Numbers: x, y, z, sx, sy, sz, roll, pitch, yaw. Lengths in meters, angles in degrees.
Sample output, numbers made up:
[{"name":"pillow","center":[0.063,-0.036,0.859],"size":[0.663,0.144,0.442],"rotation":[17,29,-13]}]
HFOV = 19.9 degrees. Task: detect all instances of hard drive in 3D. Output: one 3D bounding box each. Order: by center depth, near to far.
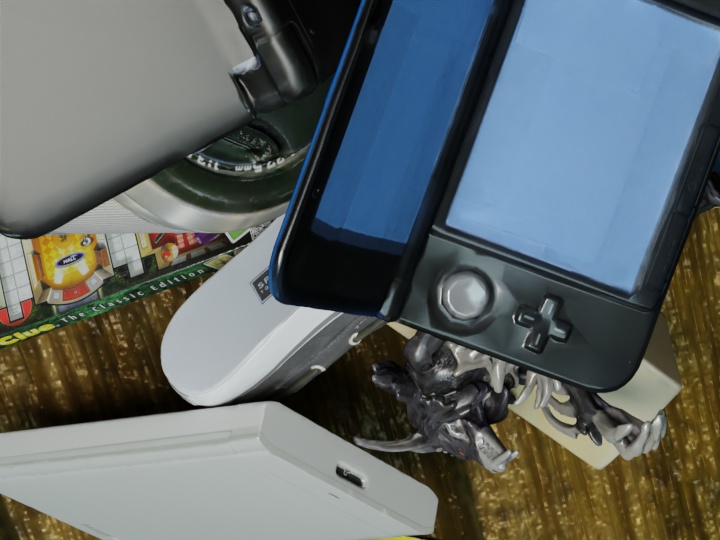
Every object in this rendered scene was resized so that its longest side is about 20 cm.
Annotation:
[{"name":"hard drive","center":[-0.079,0.105,1.007],"size":[0.199,0.026,0.132],"rotation":[-10,150,39]}]

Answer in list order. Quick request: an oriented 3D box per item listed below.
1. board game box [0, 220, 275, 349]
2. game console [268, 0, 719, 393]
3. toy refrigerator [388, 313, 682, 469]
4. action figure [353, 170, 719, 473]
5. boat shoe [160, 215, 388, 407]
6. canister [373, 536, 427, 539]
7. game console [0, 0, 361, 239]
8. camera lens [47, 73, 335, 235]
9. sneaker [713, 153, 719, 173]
[{"name":"board game box","center":[-0.140,-0.028,0.984],"size":[0.199,0.106,0.023],"rotation":[-20,157,10]},{"name":"game console","center":[0.069,-0.062,0.781],"size":[0.169,0.118,0.202],"rotation":[19,94,-8]},{"name":"toy refrigerator","center":[0.058,0.009,1.010],"size":[0.199,0.076,0.070],"rotation":[35,113,-17]},{"name":"action figure","center":[0.083,0.032,0.914],"size":[0.118,0.102,0.200],"rotation":[15,122,-47]},{"name":"boat shoe","center":[0.000,0.000,0.929],"size":[0.200,0.070,0.066],"rotation":[-41,145,16]},{"name":"canister","center":[-0.022,0.246,1.128],"size":[0.147,0.087,0.201],"rotation":[9,119,-4]},{"name":"game console","center":[-0.092,-0.145,0.737],"size":[0.116,0.176,0.201],"rotation":[-18,108,37]},{"name":"camera lens","center":[-0.106,-0.095,0.862],"size":[0.199,0.160,0.161],"rotation":[0,128,48]},{"name":"sneaker","center":[0.136,-0.071,0.961],"size":[0.198,0.091,0.079],"rotation":[6,119,-1]}]
